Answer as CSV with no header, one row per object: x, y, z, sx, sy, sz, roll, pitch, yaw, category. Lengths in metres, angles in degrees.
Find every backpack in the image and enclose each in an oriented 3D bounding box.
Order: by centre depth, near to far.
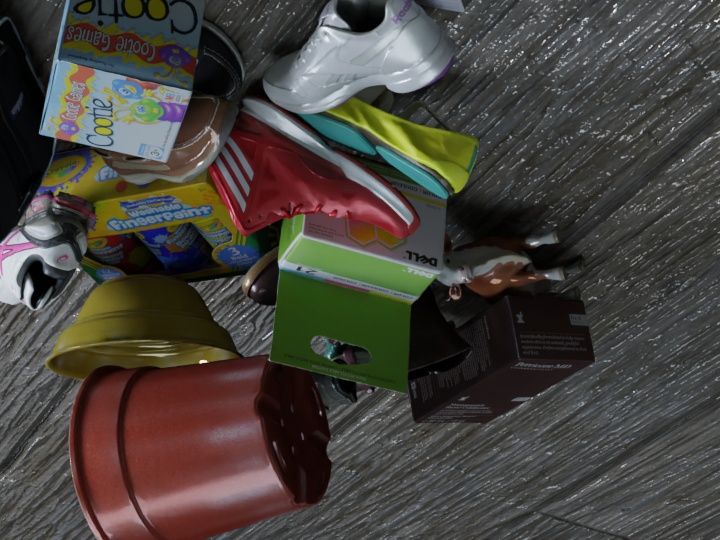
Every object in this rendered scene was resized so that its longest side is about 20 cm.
-0.359,-0.121,1.535,0.150,0.178,0.200,15,153,24,backpack

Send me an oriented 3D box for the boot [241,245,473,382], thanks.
-0.001,0.040,1.708,0.199,0.167,0.073,-10,140,-39,boot

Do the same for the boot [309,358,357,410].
-0.063,0.140,1.840,0.130,0.068,0.200,-7,166,3,boot

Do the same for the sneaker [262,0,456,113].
-0.015,-0.193,1.466,0.199,0.075,0.100,-10,133,41,sneaker

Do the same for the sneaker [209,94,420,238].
-0.051,-0.062,1.598,0.199,0.116,0.078,34,175,-5,sneaker

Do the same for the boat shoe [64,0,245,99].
-0.173,-0.194,1.487,0.074,0.061,0.200,-32,136,21,boat shoe

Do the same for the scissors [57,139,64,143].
-0.221,-0.156,1.616,0.199,0.014,0.073,-9,149,24,scissors

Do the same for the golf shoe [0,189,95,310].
-0.321,-0.002,1.673,0.072,0.093,0.200,20,151,-21,golf shoe

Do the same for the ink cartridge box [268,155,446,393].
0.000,0.000,1.657,0.147,0.201,0.076,15,148,-17,ink cartridge box

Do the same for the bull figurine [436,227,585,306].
0.151,0.002,1.744,0.121,0.066,0.200,-7,167,19,bull figurine

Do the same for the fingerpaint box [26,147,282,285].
-0.199,-0.055,1.718,0.199,0.074,0.167,-8,147,21,fingerpaint box

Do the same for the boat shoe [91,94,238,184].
-0.183,-0.122,1.554,0.072,0.076,0.200,30,155,-30,boat shoe

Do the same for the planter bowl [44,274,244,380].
-0.217,0.054,1.749,0.199,0.084,0.200,-3,165,-1,planter bowl

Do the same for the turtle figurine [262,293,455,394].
0.002,0.087,1.909,0.199,0.101,0.150,-18,148,21,turtle figurine

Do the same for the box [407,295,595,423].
0.140,0.095,1.791,0.100,0.075,0.200,3,154,-31,box

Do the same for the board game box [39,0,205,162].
-0.176,-0.202,1.346,0.102,0.201,0.105,12,149,-12,board game box

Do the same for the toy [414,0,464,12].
0.017,-0.266,1.347,0.114,0.047,0.200,13,170,15,toy

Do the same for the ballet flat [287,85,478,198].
0.023,-0.129,1.554,0.199,0.067,0.067,29,171,31,ballet flat

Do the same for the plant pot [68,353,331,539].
-0.144,0.170,1.674,0.194,0.202,0.201,-14,145,21,plant pot
